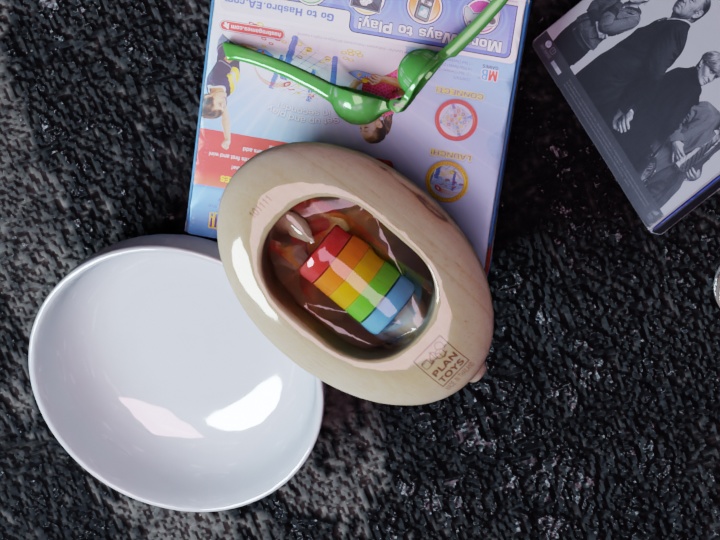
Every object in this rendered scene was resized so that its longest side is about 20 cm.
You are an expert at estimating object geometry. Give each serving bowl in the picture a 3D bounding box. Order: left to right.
[{"bbox_3d":[-0.115,0.058,1.807,0.199,0.066,0.201,6,121,9],"label":"serving bowl"}]

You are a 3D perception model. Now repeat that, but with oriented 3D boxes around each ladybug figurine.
[{"bbox_3d":[0.000,0.000,1.709,0.200,0.072,0.136,43,103,-7],"label":"ladybug figurine"}]

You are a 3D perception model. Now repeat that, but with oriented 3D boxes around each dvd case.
[{"bbox_3d":[0.217,-0.141,1.671,0.200,0.025,0.151,-39,67,21],"label":"dvd case"}]

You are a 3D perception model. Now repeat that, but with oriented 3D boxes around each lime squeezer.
[{"bbox_3d":[0.018,-0.130,1.690,0.199,0.038,0.071,-14,75,14],"label":"lime squeezer"}]

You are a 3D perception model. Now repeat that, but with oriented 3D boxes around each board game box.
[{"bbox_3d":[-0.001,-0.106,1.743,0.199,0.056,0.197,10,111,5],"label":"board game box"}]

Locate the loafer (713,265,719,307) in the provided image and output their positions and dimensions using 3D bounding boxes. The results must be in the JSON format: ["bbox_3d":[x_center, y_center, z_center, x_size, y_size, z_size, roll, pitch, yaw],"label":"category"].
[{"bbox_3d":[0.322,0.034,1.739,0.199,0.063,0.072,16,110,3],"label":"loafer"}]
